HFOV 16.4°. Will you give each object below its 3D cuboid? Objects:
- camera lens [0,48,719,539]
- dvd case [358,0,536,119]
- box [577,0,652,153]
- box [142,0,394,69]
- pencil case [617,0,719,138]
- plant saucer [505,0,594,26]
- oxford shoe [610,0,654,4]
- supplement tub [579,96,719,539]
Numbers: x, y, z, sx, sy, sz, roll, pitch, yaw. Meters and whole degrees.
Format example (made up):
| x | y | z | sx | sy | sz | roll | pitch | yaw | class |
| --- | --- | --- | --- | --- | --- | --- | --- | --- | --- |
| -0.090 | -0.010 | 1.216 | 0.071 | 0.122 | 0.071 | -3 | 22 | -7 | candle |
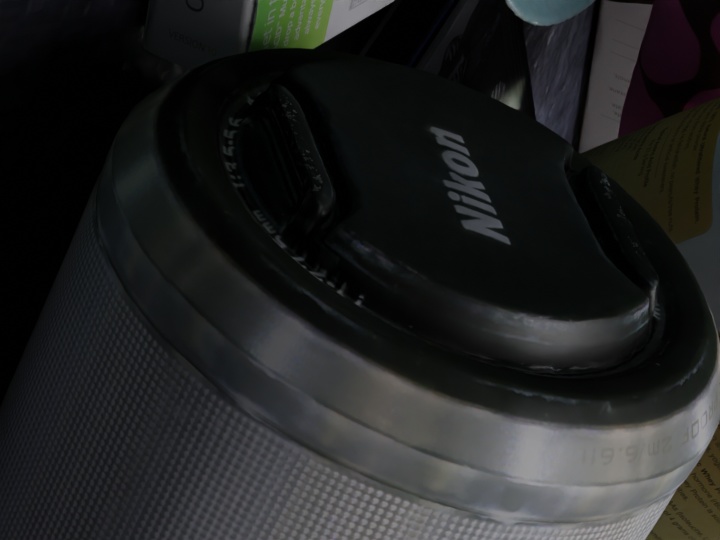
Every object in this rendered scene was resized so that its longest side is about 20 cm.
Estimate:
| x | y | z | sx | sy | sz | roll | pitch | yaw | class |
| --- | --- | --- | --- | --- | --- | --- | --- | --- | --- |
| -0.014 | 0.057 | 0.635 | 0.160 | 0.160 | 0.200 | -31 | 152 | -57 | camera lens |
| 0.000 | 0.000 | 0.832 | 0.200 | 0.025 | 0.150 | -56 | 158 | -22 | dvd case |
| 0.161 | -0.073 | 1.042 | 0.124 | 0.097 | 0.200 | -46 | 151 | -43 | box |
| 0.015 | -0.148 | 0.695 | 0.200 | 0.036 | 0.144 | -38 | 146 | -54 | box |
| 0.143 | -0.077 | 0.821 | 0.091 | 0.094 | 0.200 | -45 | 162 | -23 | pencil case |
| 0.070 | -0.168 | 0.700 | 0.201 | 0.039 | 0.201 | -52 | 156 | -35 | plant saucer |
| 0.141 | -0.155 | 0.924 | 0.200 | 0.071 | 0.071 | -47 | 150 | -33 | oxford shoe |
| 0.115 | 0.021 | 0.772 | 0.144 | 0.200 | 0.144 | 25 | 55 | -42 | supplement tub |
